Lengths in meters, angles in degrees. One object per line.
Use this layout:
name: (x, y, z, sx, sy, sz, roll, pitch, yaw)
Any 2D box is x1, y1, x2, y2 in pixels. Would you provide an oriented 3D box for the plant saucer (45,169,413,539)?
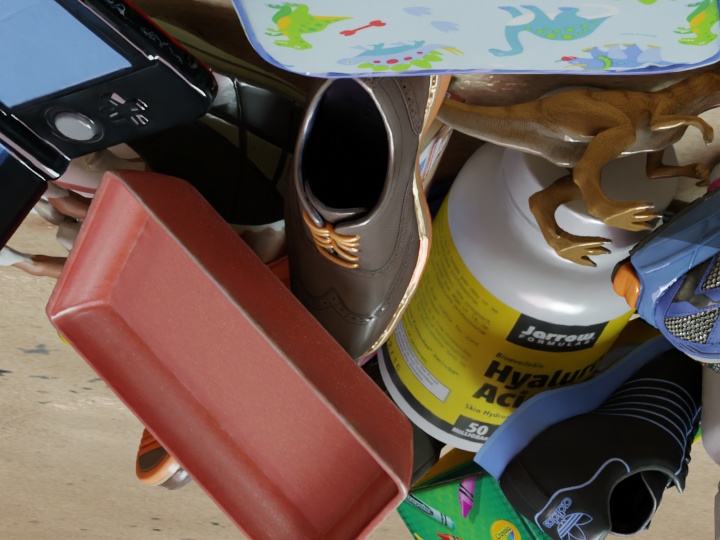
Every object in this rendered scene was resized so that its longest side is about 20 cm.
plant saucer: (-0.059, 0.050, 1.315, 0.200, 0.037, 0.200, 46, 155, 5)

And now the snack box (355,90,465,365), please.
snack box: (0.000, 0.000, 1.366, 0.024, 0.072, 0.200, 30, 132, 10)

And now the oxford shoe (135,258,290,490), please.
oxford shoe: (-0.046, 0.051, 1.466, 0.073, 0.200, 0.071, 47, 148, -16)

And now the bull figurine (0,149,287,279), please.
bull figurine: (-0.099, -0.025, 1.393, 0.121, 0.065, 0.200, 19, 155, -30)

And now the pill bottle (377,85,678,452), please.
pill bottle: (0.086, -0.002, 1.378, 0.111, 0.111, 0.200, 8, 144, -13)

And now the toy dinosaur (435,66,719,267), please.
toy dinosaur: (0.095, -0.062, 1.263, 0.200, 0.106, 0.060, -2, 155, -6)

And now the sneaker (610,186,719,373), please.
sneaker: (0.215, -0.026, 1.265, 0.200, 0.078, 0.075, -37, 172, 14)

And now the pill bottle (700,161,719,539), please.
pill bottle: (0.229, 0.045, 1.390, 0.113, 0.200, 0.113, 3, 163, 1)

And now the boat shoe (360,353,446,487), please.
boat shoe: (0.040, 0.056, 1.518, 0.200, 0.072, 0.068, -32, -147, -28)

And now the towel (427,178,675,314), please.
towel: (0.116, -0.017, 1.521, 0.200, 0.024, 0.147, 15, 162, -28)

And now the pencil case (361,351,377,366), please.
pencil case: (0.064, 0.048, 1.640, 0.091, 0.083, 0.200, -11, 157, 38)

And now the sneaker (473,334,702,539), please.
sneaker: (0.137, 0.090, 1.393, 0.200, 0.078, 0.070, -21, 154, -51)

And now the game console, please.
game console: (-0.192, -0.071, 1.156, 0.172, 0.119, 0.200, -14, 138, 43)

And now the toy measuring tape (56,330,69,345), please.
toy measuring tape: (-0.082, -0.006, 1.567, 0.200, 0.074, 0.074, -20, 161, 1)

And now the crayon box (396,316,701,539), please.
crayon box: (0.128, 0.090, 1.529, 0.200, 0.058, 0.119, -34, -174, -29)

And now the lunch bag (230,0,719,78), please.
lunch bag: (0.046, -0.130, 1.061, 0.200, 0.083, 0.161, 1, 162, 10)

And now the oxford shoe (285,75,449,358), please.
oxford shoe: (-0.009, -0.031, 1.239, 0.071, 0.073, 0.200, 18, 130, 14)

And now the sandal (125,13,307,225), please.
sandal: (-0.092, -0.089, 1.275, 0.201, 0.057, 0.080, 30, 119, -27)

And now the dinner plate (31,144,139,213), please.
dinner plate: (-0.121, -0.061, 1.424, 0.200, 0.024, 0.200, 3, 163, 1)
